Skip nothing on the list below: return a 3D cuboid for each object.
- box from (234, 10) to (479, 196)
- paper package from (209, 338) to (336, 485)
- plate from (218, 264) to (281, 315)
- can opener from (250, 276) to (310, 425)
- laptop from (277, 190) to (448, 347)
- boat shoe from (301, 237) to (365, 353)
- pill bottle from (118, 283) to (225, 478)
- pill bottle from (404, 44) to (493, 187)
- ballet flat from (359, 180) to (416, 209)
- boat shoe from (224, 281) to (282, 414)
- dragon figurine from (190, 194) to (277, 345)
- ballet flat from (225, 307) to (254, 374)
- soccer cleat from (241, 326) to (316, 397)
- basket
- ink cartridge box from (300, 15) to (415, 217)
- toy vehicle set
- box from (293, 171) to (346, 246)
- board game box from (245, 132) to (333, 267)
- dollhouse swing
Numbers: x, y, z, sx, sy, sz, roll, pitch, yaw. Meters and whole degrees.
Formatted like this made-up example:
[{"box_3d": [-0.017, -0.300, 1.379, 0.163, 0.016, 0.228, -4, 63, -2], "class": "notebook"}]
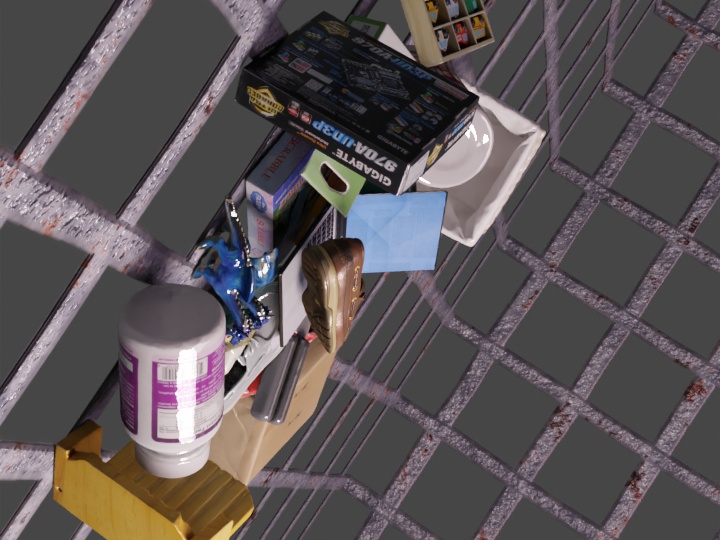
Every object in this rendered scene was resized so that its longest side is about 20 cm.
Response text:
[{"box_3d": [-0.002, -0.173, 1.423, 0.159, 0.200, 0.046, -46, 161, -46], "class": "box"}, {"box_3d": [-0.136, 0.177, 2.035, 0.200, 0.103, 0.191, -44, 161, -44], "class": "paper package"}, {"box_3d": [-0.168, 0.067, 1.809, 0.200, 0.026, 0.200, -53, 168, -16], "class": "plate"}, {"box_3d": [-0.103, 0.095, 1.815, 0.053, 0.067, 0.200, 26, 81, -52], "class": "can opener"}, {"box_3d": [0.000, 0.000, 1.696, 0.200, 0.116, 0.187, -56, 165, -26], "class": "laptop"}, {"box_3d": [-0.024, 0.030, 1.621, 0.068, 0.072, 0.200, -24, 152, -16], "class": "boat shoe"}, {"box_3d": [-0.201, 0.122, 1.505, 0.112, 0.112, 0.200, -44, 149, -47], "class": "pill bottle"}, {"box_3d": [0.078, -0.192, 1.696, 0.114, 0.114, 0.200, -62, -153, 21], "class": "pill bottle"}, {"box_3d": [0.030, -0.090, 1.734, 0.068, 0.068, 0.200, -63, 180, -31], "class": "ballet flat"}, {"box_3d": [-0.147, 0.102, 1.752, 0.201, 0.070, 0.072, -56, 172, 5], "class": "boat shoe"}, {"box_3d": [-0.131, -0.004, 1.586, 0.059, 0.099, 0.200, -45, 163, -46], "class": "dragon figurine"}, {"box_3d": [-0.186, 0.101, 1.650, 0.200, 0.071, 0.071, -24, 147, -50], "class": "ballet flat"}, {"box_3d": [-0.123, 0.105, 1.877, 0.200, 0.069, 0.085, -41, -168, -27], "class": "soccer cleat"}, {"box_3d": [0.135, -0.170, 2.004, 0.200, 0.198, 0.161, -60, 172, 13], "class": "basket"}, {"box_3d": [-0.014, -0.173, 1.578, 0.200, 0.059, 0.104, -62, 143, -12], "class": "ink cartridge box"}, {"box_3d": [0.101, -0.317, 1.682, 0.026, 0.124, 0.200, -15, -170, 27], "class": "toy vehicle set"}, {"box_3d": [-0.010, -0.086, 1.809, 0.119, 0.041, 0.200, -61, 166, 17], "class": "box"}, {"box_3d": [-0.063, -0.122, 1.693, 0.200, 0.041, 0.200, -53, 168, -22], "class": "board game box"}, {"box_3d": [-0.218, 0.238, 1.618, 0.176, 0.200, 0.182, -47, 165, -36], "class": "dollhouse swing"}]
